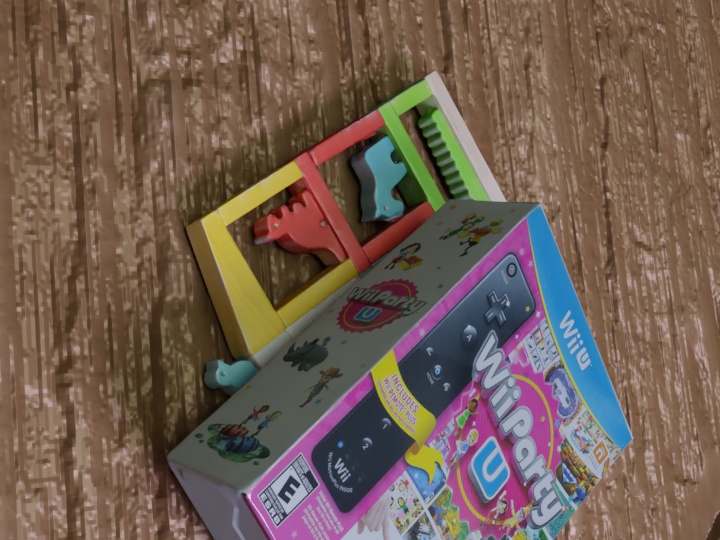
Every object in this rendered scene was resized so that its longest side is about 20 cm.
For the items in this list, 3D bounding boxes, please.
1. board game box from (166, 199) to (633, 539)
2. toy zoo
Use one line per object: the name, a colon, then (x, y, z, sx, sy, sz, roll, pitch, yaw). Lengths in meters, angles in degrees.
board game box: (0.030, 0.083, 0.547, 0.200, 0.064, 0.149, -43, 119, -31)
toy zoo: (0.000, 0.000, 0.591, 0.199, 0.020, 0.132, -35, 100, -33)
